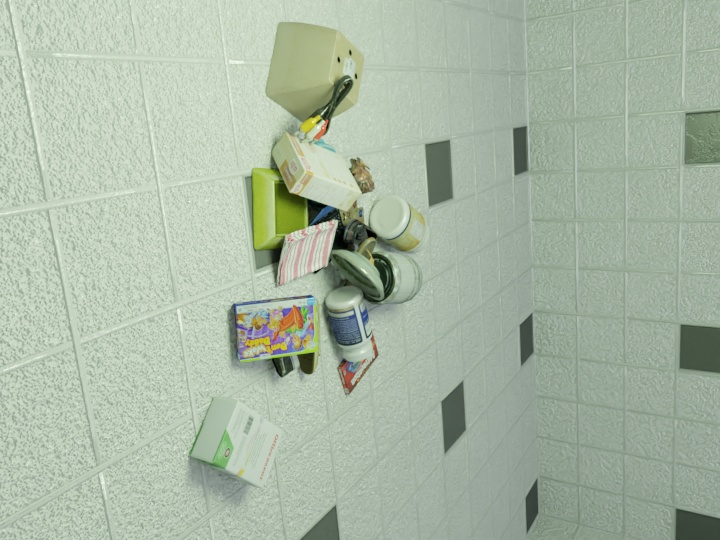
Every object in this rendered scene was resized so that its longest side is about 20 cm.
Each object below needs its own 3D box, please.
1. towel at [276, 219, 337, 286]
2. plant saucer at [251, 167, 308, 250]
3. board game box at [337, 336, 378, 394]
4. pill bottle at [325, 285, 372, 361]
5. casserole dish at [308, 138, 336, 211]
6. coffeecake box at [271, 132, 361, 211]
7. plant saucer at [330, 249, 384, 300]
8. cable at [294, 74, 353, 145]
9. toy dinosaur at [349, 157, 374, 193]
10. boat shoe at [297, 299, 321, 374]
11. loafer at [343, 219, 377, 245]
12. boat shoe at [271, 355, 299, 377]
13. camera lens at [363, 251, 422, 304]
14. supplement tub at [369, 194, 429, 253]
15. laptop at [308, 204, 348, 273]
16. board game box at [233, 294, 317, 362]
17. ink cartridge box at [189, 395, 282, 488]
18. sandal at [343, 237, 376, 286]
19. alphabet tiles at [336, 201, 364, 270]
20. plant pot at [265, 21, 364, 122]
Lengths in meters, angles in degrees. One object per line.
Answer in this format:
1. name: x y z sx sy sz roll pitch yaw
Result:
1. towel: -0.137 -0.047 1.680 0.198 0.030 0.149 -23 139 -46
2. plant saucer: -0.195 -0.158 1.639 0.198 0.047 0.206 -9 100 -57
3. board game box: -0.005 0.285 2.004 0.200 0.019 0.105 -48 132 -45
4. pill bottle: -0.028 0.158 1.867 0.116 0.113 0.204 -43 127 -47
5. casserole dish: -0.106 -0.270 1.782 0.120 0.038 0.206 -1 94 -57
6. coffeecake box: -0.112 -0.251 1.629 0.197 0.073 0.155 14 39 -44
7. plant saucer: 0.000 0.000 1.791 0.050 0.198 0.201 -48 135 -14
8. cable: -0.075 -0.391 1.584 0.096 0.199 0.051 18 39 -54
9. toy dinosaur: 0.003 -0.262 1.864 0.199 0.133 0.088 13 82 -58
10. boat shoe: -0.135 0.180 1.742 0.062 0.072 0.206 -4 89 -52
11. loafer: 0.004 -0.109 1.879 0.200 0.062 0.073 -19 128 -75
12. boat shoe: -0.216 0.176 1.607 0.063 0.070 0.204 -33 112 -31
13. camera lens: 0.091 0.025 2.005 0.198 0.157 0.164 2 91 -57
14. supplement tub: 0.132 -0.145 2.072 0.199 0.142 0.148 30 68 -55
15. laptop: -0.070 -0.118 1.785 0.177 0.101 0.204 -40 124 -45
16. board game box: -0.205 0.140 1.549 0.195 0.045 0.138 -6 99 -20
17. ink cartridge box: -0.287 0.407 1.501 0.200 0.082 0.147 50 52 -47
18. sandal: 0.007 -0.005 1.897 0.080 0.053 0.203 -14 131 -59
19. alphabet tiles: -0.032 -0.116 1.939 0.166 0.007 0.205 -20 109 -55
20. plant pot: -0.103 -0.512 1.640 0.199 0.174 0.205 24 73 -55
